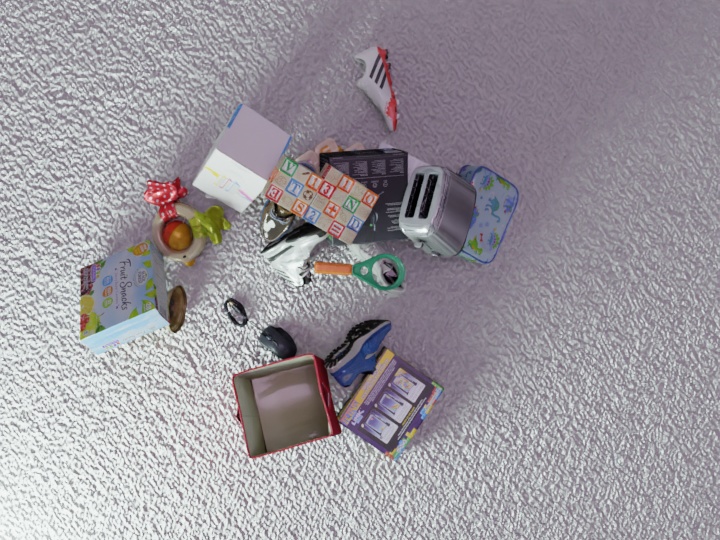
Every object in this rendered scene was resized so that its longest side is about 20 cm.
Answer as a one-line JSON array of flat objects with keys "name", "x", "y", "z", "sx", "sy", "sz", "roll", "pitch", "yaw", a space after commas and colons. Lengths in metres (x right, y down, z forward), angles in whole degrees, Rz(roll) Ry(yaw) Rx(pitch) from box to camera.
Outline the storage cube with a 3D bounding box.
[{"name": "storage cube", "x": -0.150, "y": 0.284, "z": 1.345, "sx": 0.198, "sy": 0.180, "sz": 0.172, "roll": -16, "pitch": 77, "yaw": 2}]

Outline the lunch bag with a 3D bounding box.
[{"name": "lunch bag", "x": 0.265, "y": -0.123, "z": 1.450, "sx": 0.160, "sy": 0.082, "sz": 0.201, "roll": 24, "pitch": 88, "yaw": -28}]

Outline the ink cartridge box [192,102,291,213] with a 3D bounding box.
[{"name": "ink cartridge box", "x": -0.256, "y": -0.227, "z": 1.351, "sx": 0.125, "sy": 0.200, "sz": 0.129, "roll": 30, "pitch": 61, "yaw": -18}]

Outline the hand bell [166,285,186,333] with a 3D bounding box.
[{"name": "hand bell", "x": -0.492, "y": 0.075, "z": 1.396, "sx": 0.198, "sy": 0.104, "sz": 0.105, "roll": 5, "pitch": 89, "yaw": 7}]

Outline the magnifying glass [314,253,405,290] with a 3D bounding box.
[{"name": "magnifying glass", "x": 0.000, "y": 0.000, "z": 1.380, "sx": 0.198, "sy": 0.022, "sz": 0.080, "roll": 4, "pitch": 88, "yaw": -15}]

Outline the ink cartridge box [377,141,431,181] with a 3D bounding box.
[{"name": "ink cartridge box", "x": 0.102, "y": -0.179, "z": 1.473, "sx": 0.199, "sy": 0.050, "sz": 0.163, "roll": 26, "pitch": 88, "yaw": 2}]

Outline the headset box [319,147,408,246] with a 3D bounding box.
[{"name": "headset box", "x": 0.008, "y": -0.152, "z": 1.366, "sx": 0.173, "sy": 0.093, "sz": 0.202, "roll": -7, "pitch": 107, "yaw": -15}]

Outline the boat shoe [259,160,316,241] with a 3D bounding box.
[{"name": "boat shoe", "x": -0.162, "y": -0.136, "z": 1.337, "sx": 0.072, "sy": 0.073, "sz": 0.201, "roll": 26, "pitch": 117, "yaw": -9}]

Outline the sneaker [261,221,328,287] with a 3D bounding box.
[{"name": "sneaker", "x": -0.118, "y": -0.033, "z": 1.393, "sx": 0.116, "sy": 0.200, "sz": 0.076, "roll": 55, "pitch": 45, "yaw": -17}]

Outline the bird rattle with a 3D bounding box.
[{"name": "bird rattle", "x": -0.395, "y": -0.101, "z": 1.393, "sx": 0.199, "sy": 0.113, "sz": 0.164, "roll": 28, "pitch": 103, "yaw": -2}]

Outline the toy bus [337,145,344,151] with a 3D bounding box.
[{"name": "toy bus", "x": -0.112, "y": -0.203, "z": 1.429, "sx": 0.199, "sy": 0.078, "sz": 0.065, "roll": -35, "pitch": 93, "yaw": -5}]

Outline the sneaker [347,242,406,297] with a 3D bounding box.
[{"name": "sneaker", "x": 0.040, "y": -0.027, "z": 1.443, "sx": 0.075, "sy": 0.081, "sz": 0.200, "roll": -40, "pitch": 92, "yaw": -3}]

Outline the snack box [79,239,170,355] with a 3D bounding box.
[{"name": "snack box", "x": -0.491, "y": 0.052, "z": 1.330, "sx": 0.168, "sy": 0.068, "sz": 0.201, "roll": -22, "pitch": 51, "yaw": 2}]

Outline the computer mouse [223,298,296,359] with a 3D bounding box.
[{"name": "computer mouse", "x": -0.226, "y": 0.132, "z": 1.436, "sx": 0.199, "sy": 0.034, "sz": 0.059, "roll": 36, "pitch": 87, "yaw": -4}]

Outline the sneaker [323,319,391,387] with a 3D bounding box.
[{"name": "sneaker", "x": 0.004, "y": 0.181, "z": 1.421, "sx": 0.200, "sy": 0.078, "sz": 0.090, "roll": -42, "pitch": 114, "yaw": -34}]

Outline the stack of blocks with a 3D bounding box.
[{"name": "stack of blocks", "x": -0.079, "y": -0.151, "z": 1.259, "sx": 0.199, "sy": 0.059, "sz": 0.116, "roll": 28, "pitch": 98, "yaw": -19}]

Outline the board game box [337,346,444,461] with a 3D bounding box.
[{"name": "board game box", "x": 0.066, "y": 0.301, "z": 1.454, "sx": 0.165, "sy": 0.057, "sz": 0.201, "roll": 35, "pitch": 87, "yaw": -2}]

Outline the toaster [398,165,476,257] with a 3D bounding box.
[{"name": "toaster", "x": 0.163, "y": -0.134, "z": 1.338, "sx": 0.129, "sy": 0.113, "sz": 0.202, "roll": 25, "pitch": 79, "yaw": -48}]

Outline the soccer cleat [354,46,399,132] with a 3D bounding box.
[{"name": "soccer cleat", "x": 0.039, "y": -0.409, "z": 1.457, "sx": 0.084, "sy": 0.069, "sz": 0.202, "roll": -12, "pitch": 87, "yaw": 3}]

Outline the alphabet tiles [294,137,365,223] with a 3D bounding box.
[{"name": "alphabet tiles", "x": -0.055, "y": -0.181, "z": 1.397, "sx": 0.195, "sy": 0.015, "sz": 0.201, "roll": -34, "pitch": 112, "yaw": -6}]
